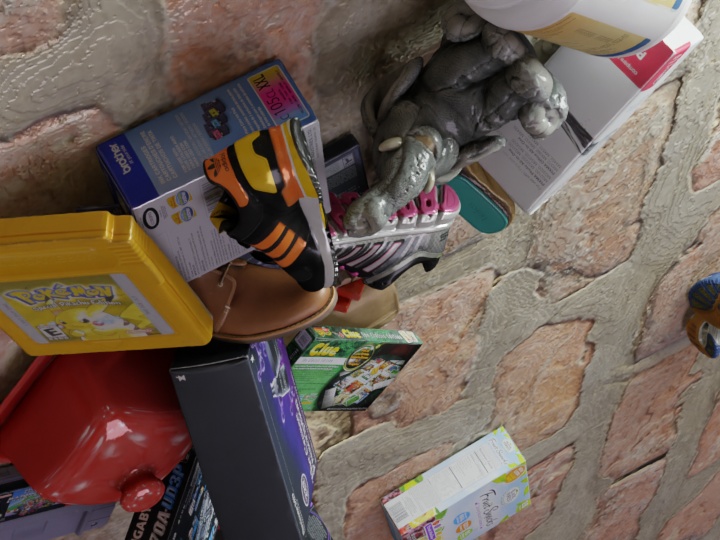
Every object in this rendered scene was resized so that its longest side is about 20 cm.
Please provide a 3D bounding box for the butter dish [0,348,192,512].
[{"bbox_3d":[-0.227,0.156,1.430,0.199,0.148,0.200,6,132,-49],"label":"butter dish"}]

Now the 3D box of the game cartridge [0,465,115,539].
[{"bbox_3d":[-0.333,0.239,1.572,0.198,0.039,0.130,-10,148,-36],"label":"game cartridge"}]

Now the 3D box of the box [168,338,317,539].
[{"bbox_3d":[-0.102,0.136,1.414,0.078,0.142,0.202,-9,115,11],"label":"box"}]

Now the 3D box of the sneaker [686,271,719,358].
[{"bbox_3d":[0.493,0.040,2.083,0.088,0.075,0.200,-39,160,-14],"label":"sneaker"}]

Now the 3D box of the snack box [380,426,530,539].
[{"bbox_3d":[0.135,0.320,2.137,0.199,0.068,0.169,-31,151,-8],"label":"snack box"}]

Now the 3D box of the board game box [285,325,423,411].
[{"bbox_3d":[-0.024,0.101,1.561,0.105,0.024,0.199,-47,153,21],"label":"board game box"}]

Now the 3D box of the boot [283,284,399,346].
[{"bbox_3d":[-0.050,0.087,1.592,0.199,0.066,0.176,-32,158,-11],"label":"boot"}]

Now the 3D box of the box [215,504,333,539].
[{"bbox_3d":[-0.141,0.346,1.836,0.105,0.123,0.200,0,137,-46],"label":"box"}]

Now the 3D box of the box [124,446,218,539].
[{"bbox_3d":[-0.179,0.235,1.574,0.045,0.202,0.159,11,152,11],"label":"box"}]

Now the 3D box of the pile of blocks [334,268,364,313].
[{"bbox_3d":[0.000,0.000,1.473,0.199,0.062,0.082,-38,151,9],"label":"pile of blocks"}]

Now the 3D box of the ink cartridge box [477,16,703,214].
[{"bbox_3d":[0.204,-0.159,1.400,0.200,0.083,0.145,-48,174,25],"label":"ink cartridge box"}]

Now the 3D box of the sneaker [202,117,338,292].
[{"bbox_3d":[-0.073,-0.044,1.222,0.089,0.071,0.201,-15,149,-2],"label":"sneaker"}]

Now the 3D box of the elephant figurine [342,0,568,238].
[{"bbox_3d":[0.060,-0.125,1.283,0.200,0.142,0.155,-42,154,13],"label":"elephant figurine"}]

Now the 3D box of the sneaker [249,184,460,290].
[{"bbox_3d":[-0.007,-0.021,1.380,0.198,0.074,0.088,-10,127,-17],"label":"sneaker"}]

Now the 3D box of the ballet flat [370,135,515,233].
[{"bbox_3d":[0.074,-0.108,1.415,0.068,0.064,0.200,-15,139,34],"label":"ballet flat"}]

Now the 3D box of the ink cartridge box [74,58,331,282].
[{"bbox_3d":[-0.130,-0.067,1.259,0.199,0.077,0.137,-28,151,-13],"label":"ink cartridge box"}]

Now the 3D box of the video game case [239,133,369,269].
[{"bbox_3d":[-0.053,-0.036,1.448,0.142,0.019,0.201,-29,152,-8],"label":"video game case"}]

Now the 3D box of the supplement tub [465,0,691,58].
[{"bbox_3d":[0.158,-0.251,1.198,0.199,0.145,0.145,6,134,-49],"label":"supplement tub"}]

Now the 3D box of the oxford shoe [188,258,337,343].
[{"bbox_3d":[-0.119,0.015,1.327,0.198,0.072,0.072,1,136,12],"label":"oxford shoe"}]

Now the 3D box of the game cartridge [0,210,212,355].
[{"bbox_3d":[-0.231,0.014,1.240,0.174,0.033,0.200,-4,155,14],"label":"game cartridge"}]
